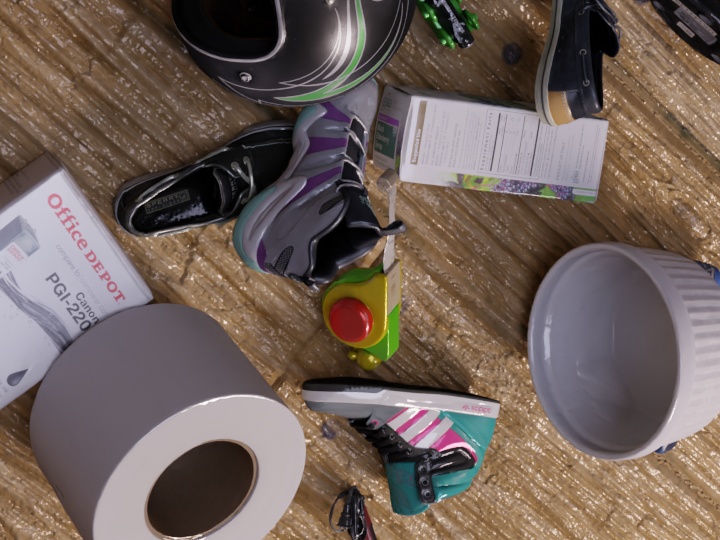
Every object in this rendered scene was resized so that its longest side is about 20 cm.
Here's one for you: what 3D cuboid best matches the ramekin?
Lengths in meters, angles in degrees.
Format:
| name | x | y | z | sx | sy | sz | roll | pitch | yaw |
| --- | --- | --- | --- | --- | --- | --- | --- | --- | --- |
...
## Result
| name | x | y | z | sx | sy | sz | roll | pitch | yaw |
| --- | --- | --- | --- | --- | --- | --- | --- | --- | --- |
| ramekin | 0.260 | 0.073 | 1.598 | 0.105 | 0.200 | 0.202 | -3 | 104 | -37 |

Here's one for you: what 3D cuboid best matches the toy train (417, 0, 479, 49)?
| name | x | y | z | sx | sy | sz | roll | pitch | yaw |
| --- | --- | --- | --- | --- | --- | --- | --- | --- | --- |
| toy train | 0.041 | -0.281 | 1.517 | 0.042 | 0.056 | 0.200 | -37 | 111 | -3 |

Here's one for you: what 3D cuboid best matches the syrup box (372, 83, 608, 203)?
| name | x | y | z | sx | sy | sz | roll | pitch | yaw |
| --- | --- | --- | --- | --- | --- | --- | --- | --- | --- |
| syrup box | 0.118 | -0.116 | 1.568 | 0.199 | 0.079 | 0.082 | 4 | 101 | -20 |

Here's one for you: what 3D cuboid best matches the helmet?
| name | x | y | z | sx | sy | sz | roll | pitch | yaw |
| --- | --- | --- | --- | --- | --- | --- | --- | --- | --- |
| helmet | -0.052 | -0.232 | 1.427 | 0.199 | 0.201 | 0.191 | 8 | 127 | -20 |

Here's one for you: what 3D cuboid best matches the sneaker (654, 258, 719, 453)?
| name | x | y | z | sx | sy | sz | roll | pitch | yaw |
| --- | --- | --- | --- | --- | --- | --- | --- | --- | --- |
| sneaker | 0.321 | 0.084 | 1.685 | 0.085 | 0.077 | 0.201 | 1 | 102 | -23 |

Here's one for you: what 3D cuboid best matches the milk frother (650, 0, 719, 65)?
| name | x | y | z | sx | sy | sz | roll | pitch | yaw |
| --- | --- | --- | --- | --- | --- | --- | --- | --- | --- |
| milk frother | 0.360 | -0.307 | 1.544 | 0.180 | 0.200 | 0.188 | 42 | 87 | -18 |

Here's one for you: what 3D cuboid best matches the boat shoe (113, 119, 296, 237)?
| name | x | y | z | sx | sy | sz | roll | pitch | yaw |
| --- | --- | --- | --- | --- | --- | --- | --- | --- | --- |
| boat shoe | -0.118 | -0.074 | 1.505 | 0.199 | 0.064 | 0.071 | -24 | 109 | -13 |

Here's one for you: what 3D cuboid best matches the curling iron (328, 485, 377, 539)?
| name | x | y | z | sx | sy | sz | roll | pitch | yaw |
| --- | --- | --- | --- | --- | --- | --- | --- | --- | --- |
| curling iron | 0.011 | 0.297 | 1.650 | 0.050 | 0.025 | 0.201 | -41 | 121 | -46 |

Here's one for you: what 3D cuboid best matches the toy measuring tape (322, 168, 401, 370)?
| name | x | y | z | sx | sy | sz | roll | pitch | yaw |
| --- | --- | --- | --- | --- | --- | --- | --- | --- | --- |
| toy measuring tape | 0.000 | 0.000 | 1.549 | 0.073 | 0.074 | 0.201 | -9 | 118 | -17 |

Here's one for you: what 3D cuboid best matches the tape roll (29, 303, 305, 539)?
| name | x | y | z | sx | sy | sz | roll | pitch | yaw |
| --- | --- | --- | --- | --- | --- | --- | --- | --- | --- |
| tape roll | -0.165 | 0.148 | 1.461 | 0.202 | 0.139 | 0.204 | -20 | 133 | -23 |

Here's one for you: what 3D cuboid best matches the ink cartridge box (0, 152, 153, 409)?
| name | x | y | z | sx | sy | sz | roll | pitch | yaw |
| --- | --- | --- | --- | --- | --- | --- | --- | --- | --- |
| ink cartridge box | -0.299 | 0.018 | 1.454 | 0.200 | 0.085 | 0.146 | -37 | 112 | -10 |

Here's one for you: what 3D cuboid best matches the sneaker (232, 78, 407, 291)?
| name | x | y | z | sx | sy | sz | roll | pitch | yaw |
| --- | --- | --- | --- | --- | --- | --- | --- | --- | --- |
| sneaker | -0.007 | -0.070 | 1.464 | 0.078 | 0.139 | 0.201 | 37 | 80 | -50 |

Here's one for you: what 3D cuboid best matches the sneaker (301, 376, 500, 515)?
| name | x | y | z | sx | sy | sz | roll | pitch | yaw |
| --- | --- | --- | --- | --- | --- | --- | --- | --- | --- |
| sneaker | 0.032 | 0.167 | 1.604 | 0.199 | 0.084 | 0.122 | 9 | 90 | -21 |

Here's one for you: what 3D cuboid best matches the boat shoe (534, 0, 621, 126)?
| name | x | y | z | sx | sy | sz | roll | pitch | yaw |
| --- | --- | --- | --- | --- | --- | --- | --- | --- | --- |
| boat shoe | 0.205 | -0.217 | 1.543 | 0.075 | 0.062 | 0.201 | 55 | 42 | -49 |
